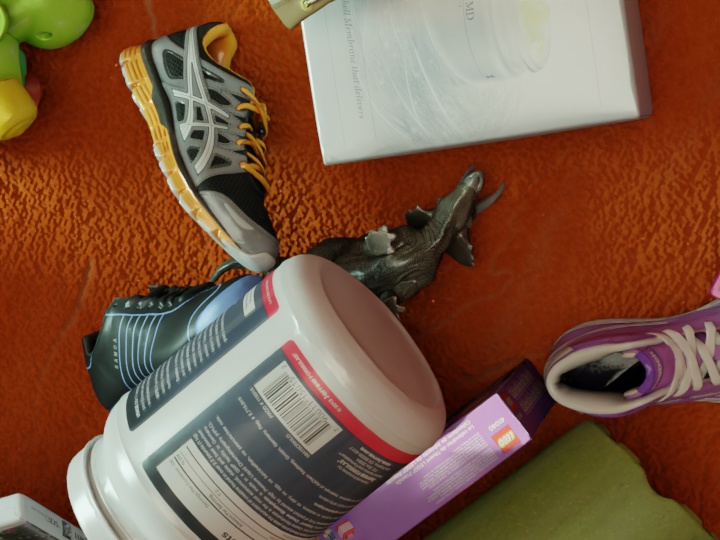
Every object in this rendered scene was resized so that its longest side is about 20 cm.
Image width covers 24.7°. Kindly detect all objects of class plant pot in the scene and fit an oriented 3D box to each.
[{"bbox_3d":[0.124,0.201,1.043,0.200,0.200,0.190,45,91,5],"label":"plant pot"}]

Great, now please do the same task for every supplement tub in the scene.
[{"bbox_3d":[-0.062,0.099,0.988,0.200,0.140,0.140,-39,86,14],"label":"supplement tub"}]

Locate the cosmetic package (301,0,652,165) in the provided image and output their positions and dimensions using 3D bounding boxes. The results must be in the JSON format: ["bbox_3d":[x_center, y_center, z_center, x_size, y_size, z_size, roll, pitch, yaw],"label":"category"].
[{"bbox_3d":[0.069,-0.179,1.033,0.200,0.123,0.199,-8,94,13],"label":"cosmetic package"}]

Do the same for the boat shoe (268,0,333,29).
[{"bbox_3d":[0.034,-0.196,0.945,0.200,0.074,0.066,-17,104,16],"label":"boat shoe"}]

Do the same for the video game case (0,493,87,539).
[{"bbox_3d":[-0.272,0.215,1.137,0.200,0.182,0.023,-17,59,15],"label":"video game case"}]

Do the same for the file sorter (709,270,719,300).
[{"bbox_3d":[0.312,-0.042,0.939,0.139,0.125,0.200,28,93,7],"label":"file sorter"}]

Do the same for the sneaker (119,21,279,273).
[{"bbox_3d":[-0.093,-0.087,1.080,0.077,0.078,0.200,-28,63,4],"label":"sneaker"}]

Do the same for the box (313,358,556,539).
[{"bbox_3d":[0.032,0.138,1.068,0.200,0.137,0.039,-38,87,14],"label":"box"}]

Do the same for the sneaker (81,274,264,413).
[{"bbox_3d":[-0.128,0.039,1.097,0.200,0.070,0.078,-38,77,44],"label":"sneaker"}]

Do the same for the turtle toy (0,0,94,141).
[{"bbox_3d":[-0.270,-0.145,1.127,0.200,0.101,0.146,-36,88,14],"label":"turtle toy"}]

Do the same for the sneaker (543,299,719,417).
[{"bbox_3d":[0.213,0.057,1.028,0.200,0.114,0.073,-14,91,13],"label":"sneaker"}]

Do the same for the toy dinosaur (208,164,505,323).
[{"bbox_3d":[0.000,0.000,1.088,0.200,0.102,0.077,-20,92,21],"label":"toy dinosaur"}]
